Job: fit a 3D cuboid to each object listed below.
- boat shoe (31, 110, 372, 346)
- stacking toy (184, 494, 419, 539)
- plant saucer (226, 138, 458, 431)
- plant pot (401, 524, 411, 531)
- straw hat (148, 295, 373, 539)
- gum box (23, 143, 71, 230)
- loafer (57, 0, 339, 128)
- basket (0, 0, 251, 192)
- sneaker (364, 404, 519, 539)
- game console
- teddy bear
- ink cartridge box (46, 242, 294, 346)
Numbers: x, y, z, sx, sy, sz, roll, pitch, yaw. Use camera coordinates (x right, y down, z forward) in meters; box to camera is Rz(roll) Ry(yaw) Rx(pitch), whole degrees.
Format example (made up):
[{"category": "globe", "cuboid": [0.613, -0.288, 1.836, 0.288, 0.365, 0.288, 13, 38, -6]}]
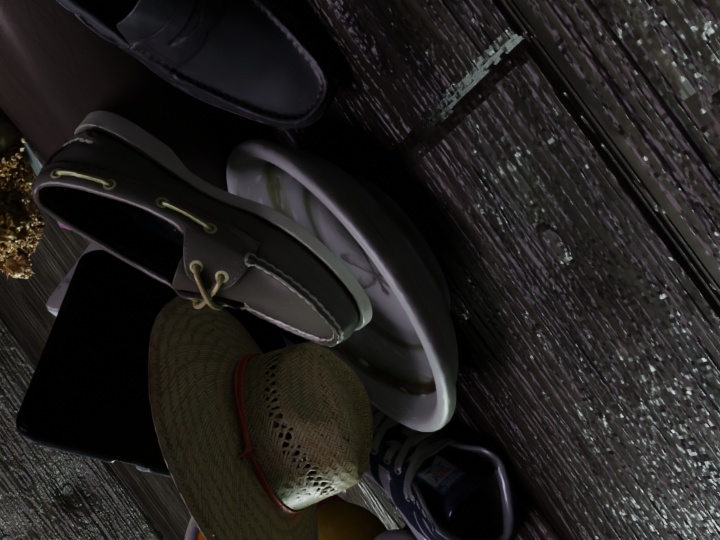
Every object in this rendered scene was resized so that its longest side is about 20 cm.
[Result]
[{"category": "boat shoe", "cuboid": [-0.088, -0.012, 0.761, 0.201, 0.060, 0.072, 32, 146, 10]}, {"category": "stacking toy", "cuboid": [-0.022, 0.217, 1.014, 0.199, 0.146, 0.147, -5, 122, 45]}, {"category": "plant saucer", "cuboid": [0.000, 0.000, 0.803, 0.200, 0.050, 0.200, 45, 160, 22]}, {"category": "plant pot", "cuboid": [0.067, 0.326, 1.020, 0.201, 0.177, 0.199, 59, 160, -14]}, {"category": "straw hat", "cuboid": [-0.038, 0.094, 0.833, 0.201, 0.085, 0.202, 53, -155, -37]}, {"category": "gum box", "cuboid": [-0.200, -0.132, 0.949, 0.201, 0.113, 0.066, 60, 160, -18]}, {"category": "loafer", "cuboid": [-0.101, -0.133, 0.698, 0.200, 0.068, 0.070, 32, -168, -7]}, {"category": "basket", "cuboid": [-0.160, -0.125, 0.847, 0.180, 0.136, 0.201, 5, 135, 46]}, {"category": "sneaker", "cuboid": [0.027, 0.116, 0.909, 0.200, 0.070, 0.109, 45, 165, 5]}, {"category": "game console", "cuboid": [-0.121, 0.096, 0.927, 0.200, 0.116, 0.177, -83, -23, -54]}, {"category": "teddy bear", "cuboid": [-0.263, -0.067, 0.932, 0.145, 0.067, 0.200, 55, 160, 2]}, {"category": "ink cartridge box", "cuboid": [-0.134, 0.057, 1.081, 0.200, 0.088, 0.145, 38, 167, -20]}]
